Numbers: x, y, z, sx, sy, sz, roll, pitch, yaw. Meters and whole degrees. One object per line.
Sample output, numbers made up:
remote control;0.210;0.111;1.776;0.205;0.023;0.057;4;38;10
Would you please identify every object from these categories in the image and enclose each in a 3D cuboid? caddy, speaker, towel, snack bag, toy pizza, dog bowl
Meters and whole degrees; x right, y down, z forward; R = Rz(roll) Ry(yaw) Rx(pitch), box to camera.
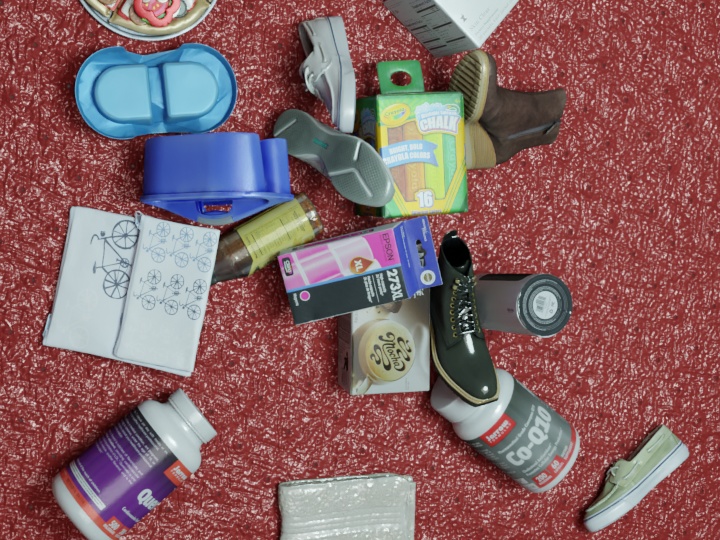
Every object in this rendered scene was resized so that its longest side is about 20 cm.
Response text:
caddy;-0.177;-0.108;1.311;0.198;0.141;0.106;0;92;28
speaker;0.203;0.044;1.438;0.080;0.200;0.082;0;90;-16
towel;-0.017;0.352;1.484;0.198;0.034;0.134;-2;95;-17
snack bag;-0.288;0.021;1.344;0.198;0.021;0.191;12;91;-1
toy pizza;-0.265;-0.389;1.333;0.198;0.032;0.203;-2;96;-17
dog bowl;-0.256;-0.221;1.340;0.198;0.050;0.113;-7;92;-16

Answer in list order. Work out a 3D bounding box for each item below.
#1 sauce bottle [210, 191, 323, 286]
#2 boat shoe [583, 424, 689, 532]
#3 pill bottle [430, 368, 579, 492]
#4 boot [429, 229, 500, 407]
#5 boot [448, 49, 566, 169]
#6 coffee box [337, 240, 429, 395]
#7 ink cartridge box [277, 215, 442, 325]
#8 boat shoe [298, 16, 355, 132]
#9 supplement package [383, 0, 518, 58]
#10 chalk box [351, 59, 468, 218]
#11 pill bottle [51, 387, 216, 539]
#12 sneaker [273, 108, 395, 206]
sauce bottle;-0.145;-0.030;1.391;0.199;0.066;0.066;-29;103;-6
boat shoe;0.402;0.311;1.606;0.199;0.072;0.062;-37;80;-15
pill bottle;0.200;0.211;1.498;0.199;0.114;0.114;39;84;-17
boot;0.133;0.063;1.398;0.077;0.139;0.201;-15;58;-20
boot;0.202;-0.228;1.441;0.165;0.073;0.201;-19;142;-19
coffee box;0.031;0.059;1.446;0.112;0.080;0.202;-1;96;-15
ink cartridge box;0.000;0.000;1.366;0.198;0.037;0.096;-14;104;1
boat shoe;-0.045;-0.246;1.356;0.065;0.201;0.074;-4;135;-7
supplement package;0.150;-0.395;1.400;0.111;0.156;0.201;41;83;-16
chalk box;0.061;-0.175;1.410;0.123;0.124;0.202;-6;98;-17
pill bottle;-0.280;0.243;1.348;0.200;0.112;0.113;-41;105;-10
sneaker;-0.021;-0.142;1.360;0.080;0.200;0.071;16;109;-56
